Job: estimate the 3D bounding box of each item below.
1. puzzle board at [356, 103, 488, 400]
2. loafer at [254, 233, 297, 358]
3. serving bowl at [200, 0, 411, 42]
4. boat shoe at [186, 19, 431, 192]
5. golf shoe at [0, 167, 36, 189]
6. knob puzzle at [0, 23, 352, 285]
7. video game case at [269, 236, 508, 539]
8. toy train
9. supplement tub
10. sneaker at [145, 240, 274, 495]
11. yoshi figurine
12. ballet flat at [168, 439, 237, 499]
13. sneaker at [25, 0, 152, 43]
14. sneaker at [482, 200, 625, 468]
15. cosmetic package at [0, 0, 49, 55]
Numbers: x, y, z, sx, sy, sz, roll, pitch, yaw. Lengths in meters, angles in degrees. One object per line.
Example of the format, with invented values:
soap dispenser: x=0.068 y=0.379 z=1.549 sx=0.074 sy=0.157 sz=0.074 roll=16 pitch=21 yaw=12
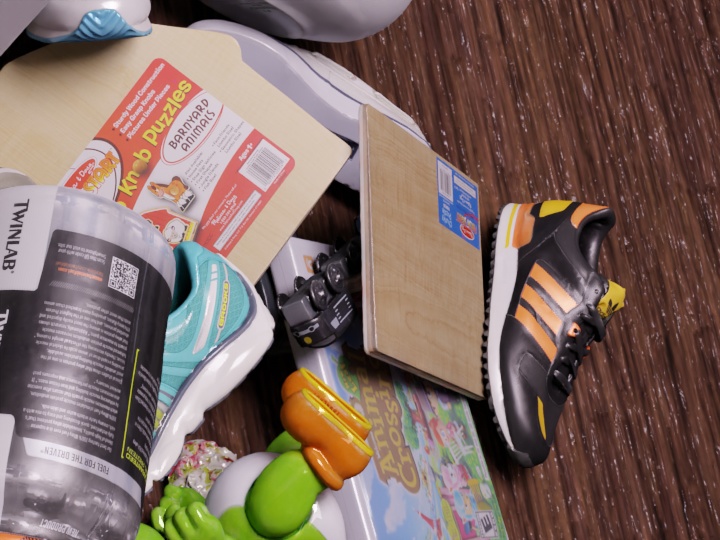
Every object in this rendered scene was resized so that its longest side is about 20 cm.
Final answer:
puzzle board: x=0.039 y=-0.006 z=1.203 sx=0.200 sy=0.017 sz=0.152 roll=28 pitch=57 yaw=-64
loafer: x=-0.079 y=-0.038 z=1.205 sx=0.072 sy=0.072 sz=0.202 roll=5 pitch=70 yaw=-56
serving bowl: x=-0.063 y=-0.198 z=1.220 sx=0.199 sy=0.200 sz=0.066 roll=27 pitch=81 yaw=-24
boat shoe: x=-0.037 y=-0.116 z=1.275 sx=0.199 sy=0.071 sz=0.070 roll=25 pitch=27 yaw=-19
golf shoe: x=-0.261 y=0.006 z=1.046 sx=0.199 sy=0.092 sz=0.073 roll=-30 pitch=126 yaw=-27
knob puzzle: x=-0.136 y=-0.060 z=1.145 sx=0.218 sy=0.030 sz=0.222 roll=0 pitch=84 yaw=-3
video game case: x=0.020 y=0.082 z=1.198 sx=0.182 sy=0.022 sz=0.202 roll=10 pitch=61 yaw=-59
toy train: x=0.000 y=0.000 z=1.167 sx=0.046 sy=0.034 sz=0.200 roll=64 pitch=27 yaw=-11
supplement tub: x=-0.163 y=0.070 z=0.948 sx=0.122 sy=0.122 sz=0.201 roll=22 pitch=57 yaw=-27
sneaker: x=-0.134 y=0.069 z=1.061 sx=0.080 sy=0.077 sz=0.200 roll=50 pitch=63 yaw=-25
yoshi figurine: x=-0.088 y=0.140 z=1.043 sx=0.112 sy=0.200 sz=0.112 roll=33 pitch=9 yaw=-47
ballet flat: x=-0.060 y=0.188 z=1.103 sx=0.075 sy=0.064 sz=0.202 roll=-4 pitch=70 yaw=-38
sneaker: x=-0.167 y=-0.193 z=1.137 sx=0.076 sy=0.081 sz=0.200 roll=-4 pitch=28 yaw=-11
sneaker: x=0.137 y=0.036 z=1.293 sx=0.070 sy=0.089 sz=0.201 roll=56 pitch=32 yaw=-53
cosmetic package: x=-0.261 y=-0.241 z=1.093 sx=0.166 sy=0.166 sz=0.202 roll=18 pitch=60 yaw=-29
